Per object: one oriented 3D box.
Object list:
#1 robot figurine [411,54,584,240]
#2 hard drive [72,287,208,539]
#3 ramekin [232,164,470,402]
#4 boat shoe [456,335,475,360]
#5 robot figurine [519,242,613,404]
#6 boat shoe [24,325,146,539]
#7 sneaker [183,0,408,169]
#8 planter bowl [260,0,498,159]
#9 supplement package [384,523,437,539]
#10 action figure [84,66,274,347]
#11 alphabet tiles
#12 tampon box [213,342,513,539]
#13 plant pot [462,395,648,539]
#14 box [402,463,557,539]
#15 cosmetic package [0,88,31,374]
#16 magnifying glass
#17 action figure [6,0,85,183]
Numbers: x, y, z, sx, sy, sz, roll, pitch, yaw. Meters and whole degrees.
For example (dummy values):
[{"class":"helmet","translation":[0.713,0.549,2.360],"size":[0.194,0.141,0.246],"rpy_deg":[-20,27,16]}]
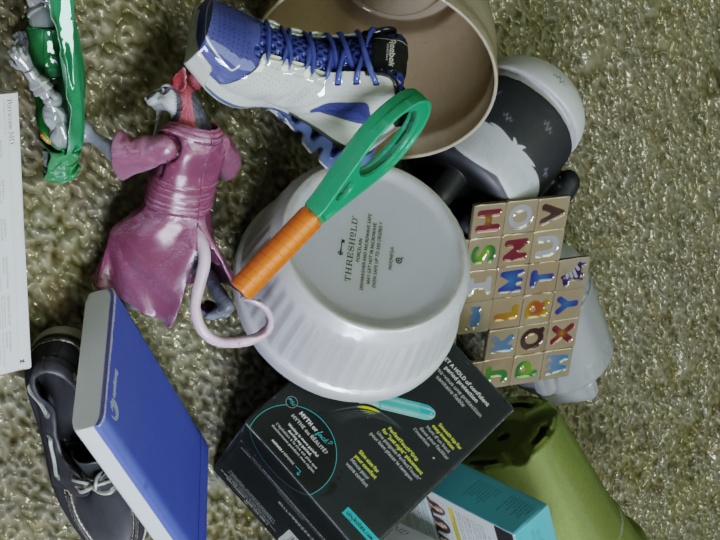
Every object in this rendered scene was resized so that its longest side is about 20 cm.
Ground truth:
[{"class":"robot figurine","translation":[0.126,-0.112,1.296],"size":[0.200,0.124,0.151],"rpy_deg":[-51,141,-23]},{"class":"hard drive","translation":[-0.164,0.128,1.057],"size":[0.132,0.025,0.201],"rpy_deg":[-95,167,-45]},{"class":"ramekin","translation":[0.000,0.000,1.135],"size":[0.202,0.202,0.094],"rpy_deg":[-39,170,-32]},{"class":"boat shoe","translation":[0.077,0.093,1.342],"size":[0.200,0.067,0.072],"rpy_deg":[42,70,-45]},{"class":"robot figurine","translation":[0.192,0.048,1.411],"size":[0.170,0.112,0.201],"rpy_deg":[-78,150,-49]},{"class":"boat shoe","translation":[-0.213,0.144,1.043],"size":[0.072,0.063,0.201],"rpy_deg":[-11,111,3]},{"class":"sneaker","translation":[-0.029,-0.157,1.042],"size":[0.199,0.115,0.081],"rpy_deg":[30,46,-37]},{"class":"planter bowl","translation":[0.021,-0.208,1.132],"size":[0.200,0.199,0.135],"rpy_deg":[52,38,-40]},{"class":"supplement package","translation":[-0.024,0.322,1.265],"size":[0.199,0.117,0.118],"rpy_deg":[-20,115,-41]},{"class":"action figure","translation":[-0.140,-0.054,1.032],"size":[0.133,0.149,0.201],"rpy_deg":[-10,122,-37]},{"class":"alphabet tiles","translation":[0.137,0.024,1.277],"size":[0.166,0.008,0.201],"rpy_deg":[-7,120,-22]},{"class":"tampon box","translation":[0.001,0.145,1.192],"size":[0.150,0.126,0.200],"rpy_deg":[48,59,6]},{"class":"plant pot","translation":[0.174,0.237,1.401],"size":[0.200,0.199,0.191],"rpy_deg":[-39,118,-31]},{"class":"box","translation":[0.098,0.230,1.301],"size":[0.049,0.199,0.083],"rpy_deg":[-35,124,-28]},{"class":"cosmetic package","translation":[-0.281,-0.024,0.956],"size":[0.082,0.050,0.201],"rpy_deg":[-11,109,-41]},{"class":"magnifying glass","translation":[-0.021,-0.058,1.022],"size":[0.200,0.022,0.080],"rpy_deg":[-48,166,-3]},{"class":"action figure","translation":[-0.218,-0.156,0.961],"size":[0.054,0.118,0.201],"rpy_deg":[-6,113,-10]}]
